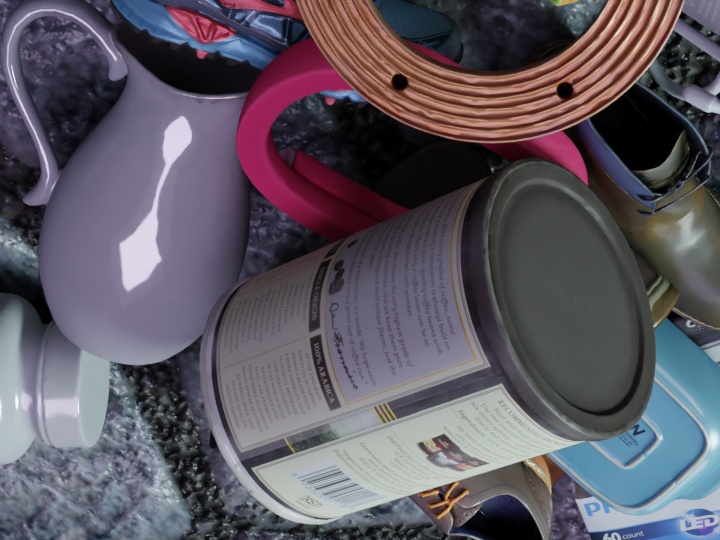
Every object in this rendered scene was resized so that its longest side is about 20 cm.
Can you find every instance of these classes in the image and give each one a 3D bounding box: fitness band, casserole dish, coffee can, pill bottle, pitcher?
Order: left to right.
[{"bbox_3d":[-0.269,0.068,1.222,0.199,0.111,0.111,3,130,6],"label":"pill bottle"},{"bbox_3d":[-0.141,-0.056,1.103,0.171,0.121,0.201,20,120,-2],"label":"pitcher"},{"bbox_3d":[0.029,-0.058,1.026,0.199,0.038,0.144,27,141,-21],"label":"fitness band"},{"bbox_3d":[0.034,0.042,1.003,0.200,0.147,0.146,-22,124,37],"label":"coffee can"},{"bbox_3d":[0.141,0.071,1.144,0.200,0.039,0.121,42,124,0],"label":"casserole dish"}]

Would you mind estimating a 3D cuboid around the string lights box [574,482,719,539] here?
[{"bbox_3d":[0.221,0.195,1.291,0.102,0.059,0.200,-12,127,17],"label":"string lights box"}]

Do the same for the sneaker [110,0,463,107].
[{"bbox_3d":[-0.036,-0.155,1.026,0.199,0.079,0.096,14,128,-4],"label":"sneaker"}]

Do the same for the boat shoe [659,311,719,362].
[{"bbox_3d":[0.218,0.007,1.136,0.200,0.070,0.066,-25,124,34],"label":"boat shoe"}]

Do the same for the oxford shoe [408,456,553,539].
[{"bbox_3d":[0.050,0.116,1.177,0.200,0.073,0.071,32,118,-27],"label":"oxford shoe"}]

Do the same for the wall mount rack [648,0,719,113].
[{"bbox_3d":[0.152,-0.179,0.988,0.174,0.074,0.201,38,135,27],"label":"wall mount rack"}]

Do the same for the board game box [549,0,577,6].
[{"bbox_3d":[0.115,-0.239,0.926,0.095,0.030,0.200,42,126,19],"label":"board game box"}]

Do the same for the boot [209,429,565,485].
[{"bbox_3d":[0.023,0.106,1.255,0.188,0.069,0.200,-40,120,19],"label":"boot"}]

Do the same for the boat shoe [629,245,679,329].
[{"bbox_3d":[0.092,0.049,1.096,0.200,0.073,0.065,-38,89,23],"label":"boat shoe"}]

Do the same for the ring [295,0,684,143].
[{"bbox_3d":[0.062,-0.161,0.911,0.199,0.019,0.201,4,109,11],"label":"ring"}]

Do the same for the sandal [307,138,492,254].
[{"bbox_3d":[0.000,0.000,1.130,0.200,0.054,0.080,-37,82,17],"label":"sandal"}]

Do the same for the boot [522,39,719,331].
[{"bbox_3d":[0.162,-0.039,1.045,0.075,0.097,0.200,-40,101,0],"label":"boot"}]
